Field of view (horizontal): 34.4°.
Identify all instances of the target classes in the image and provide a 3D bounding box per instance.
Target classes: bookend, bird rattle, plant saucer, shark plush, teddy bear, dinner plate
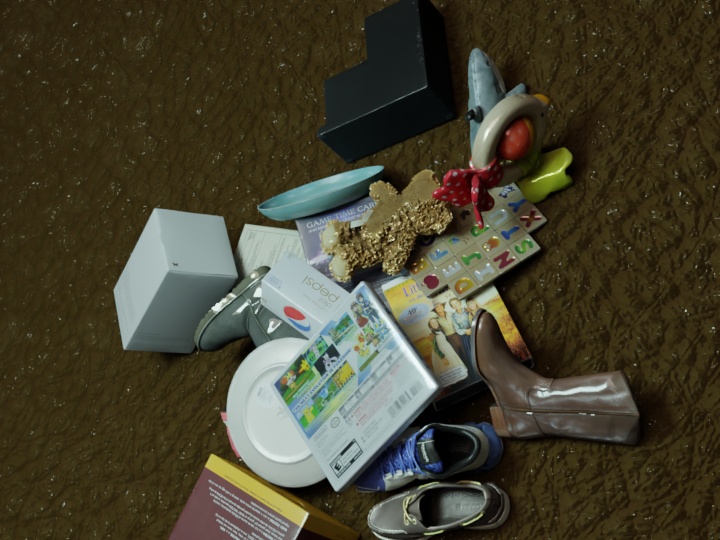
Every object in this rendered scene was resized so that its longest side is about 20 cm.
[{"bbox_3d":[0.033,-0.301,1.793,0.198,0.092,0.201,-21,56,26],"label":"bookend"},{"bbox_3d":[0.188,-0.159,1.557,0.113,0.198,0.165,41,132,44],"label":"bird rattle"},{"bbox_3d":[-0.056,-0.112,1.727,0.198,0.200,0.028,-11,103,29],"label":"plant saucer"},{"bbox_3d":[0.165,-0.212,1.666,0.090,0.083,0.203,9,73,36],"label":"shark plush"},{"bbox_3d":[0.035,-0.057,1.617,0.199,0.067,0.145,-40,45,-4],"label":"teddy bear"},{"bbox_3d":[-0.098,0.194,1.580,0.197,0.024,0.204,-1,87,22],"label":"dinner plate"}]

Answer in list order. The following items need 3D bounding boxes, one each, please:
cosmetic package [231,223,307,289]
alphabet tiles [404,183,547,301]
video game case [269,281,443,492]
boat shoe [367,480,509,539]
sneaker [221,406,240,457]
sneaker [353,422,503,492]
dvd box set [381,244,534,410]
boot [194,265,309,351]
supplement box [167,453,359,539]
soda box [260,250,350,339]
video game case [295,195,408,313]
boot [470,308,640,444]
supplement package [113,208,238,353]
[{"bbox_3d":[-0.098,-0.002,1.748,0.198,0.073,0.105,9,73,37],"label":"cosmetic package"},{"bbox_3d":[0.150,-0.047,1.607,0.198,0.006,0.167,-32,52,-5],"label":"alphabet tiles"},{"bbox_3d":[-0.009,0.149,1.494,0.200,0.022,0.183,-48,59,19],"label":"video game case"},{"bbox_3d":[0.090,0.305,1.483,0.197,0.059,0.073,-13,62,29],"label":"boat shoe"},{"bbox_3d":[-0.101,0.232,1.655,0.197,0.074,0.088,-1,104,22],"label":"sneaker"},{"bbox_3d":[0.074,0.228,1.472,0.196,0.115,0.082,-13,75,17],"label":"sneaker"},{"bbox_3d":[0.128,0.073,1.562,0.144,0.030,0.202,-23,54,-1],"label":"dvd box set"},{"bbox_3d":[-0.136,0.117,1.666,0.182,0.072,0.201,-46,65,21],"label":"boot"},{"bbox_3d":[-0.146,0.389,1.554,0.196,0.133,0.202,21,80,39],"label":"supplement box"},{"bbox_3d":[-0.042,0.063,1.586,0.199,0.068,0.064,35,62,13],"label":"soda box"},{"bbox_3d":[0.000,0.000,1.651,0.141,0.019,0.203,-17,73,0],"label":"video game case"},{"bbox_3d":[0.242,0.127,1.413,0.198,0.189,0.064,-3,27,36],"label":"boot"},{"bbox_3d":[-0.286,0.020,1.784,0.201,0.118,0.123,-54,42,41],"label":"supplement package"}]
